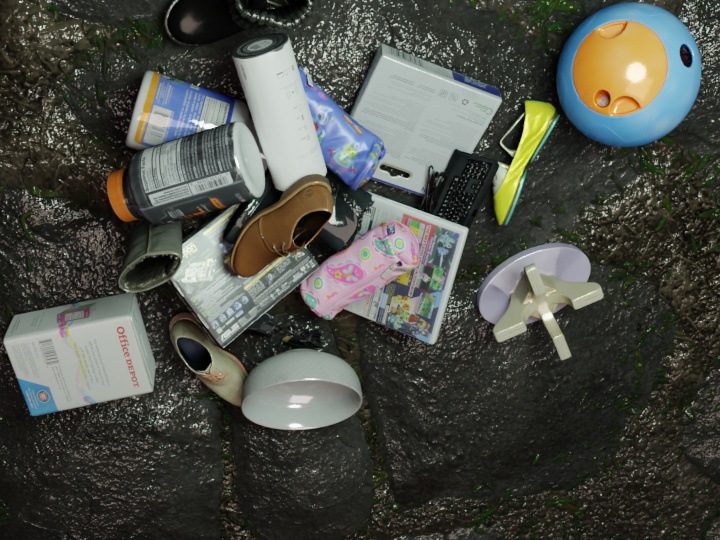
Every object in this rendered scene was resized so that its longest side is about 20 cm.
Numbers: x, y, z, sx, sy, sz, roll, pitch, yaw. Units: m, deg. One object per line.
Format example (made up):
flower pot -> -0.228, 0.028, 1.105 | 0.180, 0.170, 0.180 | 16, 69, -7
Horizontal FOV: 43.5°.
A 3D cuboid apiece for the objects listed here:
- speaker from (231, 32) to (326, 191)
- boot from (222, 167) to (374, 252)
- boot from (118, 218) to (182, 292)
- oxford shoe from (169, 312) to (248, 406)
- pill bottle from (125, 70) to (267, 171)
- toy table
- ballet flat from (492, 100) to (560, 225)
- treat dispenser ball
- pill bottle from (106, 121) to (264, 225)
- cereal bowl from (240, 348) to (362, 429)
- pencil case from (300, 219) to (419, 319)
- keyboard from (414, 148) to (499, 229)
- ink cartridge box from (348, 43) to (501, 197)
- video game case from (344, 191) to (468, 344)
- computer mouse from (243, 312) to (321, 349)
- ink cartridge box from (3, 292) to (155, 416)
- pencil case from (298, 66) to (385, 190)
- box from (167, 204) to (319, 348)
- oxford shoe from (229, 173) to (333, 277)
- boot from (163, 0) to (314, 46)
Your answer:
speaker -> -0.106, -0.210, 1.219 | 0.080, 0.081, 0.201 | -17, 123, 0
boot -> -0.086, -0.079, 1.337 | 0.168, 0.076, 0.201 | 39, 68, -14
boot -> -0.266, -0.070, 1.293 | 0.181, 0.200, 0.073 | -36, 114, 10
oxford shoe -> -0.246, 0.162, 1.478 | 0.071, 0.074, 0.200 | -36, 115, 9
pill bottle -> -0.224, -0.201, 1.287 | 0.198, 0.112, 0.113 | 16, 112, -16
toy table -> 0.296, 0.044, 1.481 | 0.199, 0.117, 0.184 | -35, 115, 10
ballet flat -> 0.240, -0.171, 1.406 | 0.067, 0.067, 0.201 | 25, 108, 4
treat dispenser ball -> 0.381, -0.278, 1.291 | 0.199, 0.201, 0.203 | -3, 116, -7
pill bottle -> -0.237, -0.124, 1.211 | 0.198, 0.107, 0.107 | -14, 117, 13
cereal bowl -> -0.098, 0.186, 1.487 | 0.198, 0.084, 0.201 | -5, 149, -3
pencil case -> 0.000, 0.000, 1.393 | 0.199, 0.088, 0.087 | -31, 118, 29
keyboard -> 0.137, -0.093, 1.408 | 0.103, 0.040, 0.201 | 12, 127, -13
ink cartridge box -> 0.081, -0.216, 1.356 | 0.198, 0.041, 0.201 | 18, 127, -16
video game case -> 0.060, -0.004, 1.427 | 0.181, 0.023, 0.202 | 21, 114, 16
computer mouse -> -0.156, 0.085, 1.458 | 0.198, 0.140, 0.047 | 6, 77, 24
ink cartridge box -> -0.437, 0.131, 1.430 | 0.198, 0.085, 0.146 | -10, 117, -2
pencil case -> -0.051, -0.209, 1.301 | 0.200, 0.078, 0.087 | 42, 118, -6
box -> -0.184, -0.008, 1.361 | 0.200, 0.049, 0.162 | -41, 107, -17
oxford shoe -> -0.112, -0.045, 1.247 | 0.071, 0.072, 0.200 | 20, 129, -40
boot -> -0.166, -0.347, 1.199 | 0.209, 0.158, 0.080 | -20, 115, 1
